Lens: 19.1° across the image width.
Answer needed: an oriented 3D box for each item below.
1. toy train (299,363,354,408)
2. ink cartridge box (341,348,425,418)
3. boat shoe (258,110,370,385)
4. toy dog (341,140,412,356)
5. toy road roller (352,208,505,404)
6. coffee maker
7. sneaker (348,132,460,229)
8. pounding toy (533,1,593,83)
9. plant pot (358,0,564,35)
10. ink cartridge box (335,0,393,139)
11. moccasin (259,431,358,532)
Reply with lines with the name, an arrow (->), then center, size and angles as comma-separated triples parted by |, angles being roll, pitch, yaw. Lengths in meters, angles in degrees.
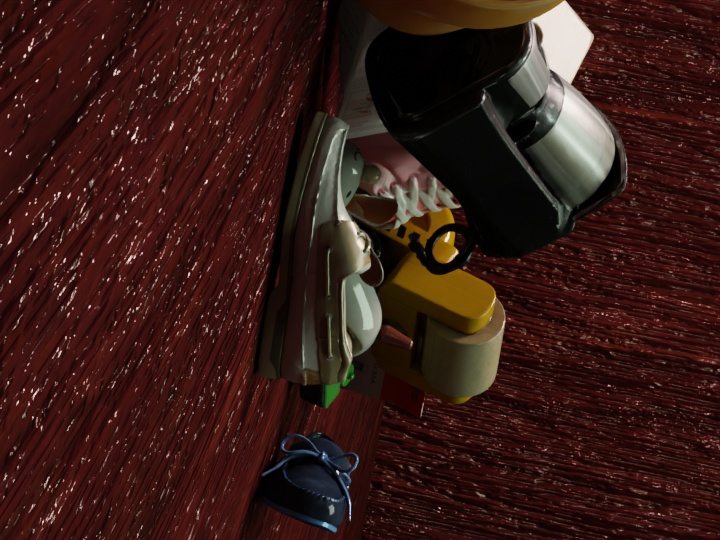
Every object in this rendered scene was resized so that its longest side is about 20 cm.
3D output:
toy train -> -0.031, 0.038, 1.852 | 0.056, 0.042, 0.201 | -50, 152, -40
ink cartridge box -> 0.022, 0.045, 2.115 | 0.200, 0.057, 0.164 | -151, -109, -73
boat shoe -> -0.025, -0.014, 1.575 | 0.075, 0.068, 0.201 | -61, 161, -79
toy dog -> 0.000, 0.000, 1.720 | 0.201, 0.096, 0.132 | 92, 8, -50
toy road roller -> 0.058, 0.011, 1.960 | 0.146, 0.199, 0.123 | -49, 158, -35
coffee maker -> 0.090, -0.101, 1.673 | 0.192, 0.135, 0.200 | -48, 137, -1
sneaker -> 0.067, -0.073, 1.906 | 0.076, 0.199, 0.105 | 78, 33, -54
pounding toy -> 0.091, -0.210, 1.985 | 0.184, 0.142, 0.201 | -5, -132, 48
plant pot -> 0.065, -0.252, 1.510 | 0.183, 0.199, 0.201 | 143, -39, -71
ink cartridge box -> 0.055, -0.190, 1.721 | 0.047, 0.159, 0.200 | 66, -26, 26
moccasin -> -0.046, 0.170, 1.809 | 0.068, 0.080, 0.200 | -65, -170, 1
